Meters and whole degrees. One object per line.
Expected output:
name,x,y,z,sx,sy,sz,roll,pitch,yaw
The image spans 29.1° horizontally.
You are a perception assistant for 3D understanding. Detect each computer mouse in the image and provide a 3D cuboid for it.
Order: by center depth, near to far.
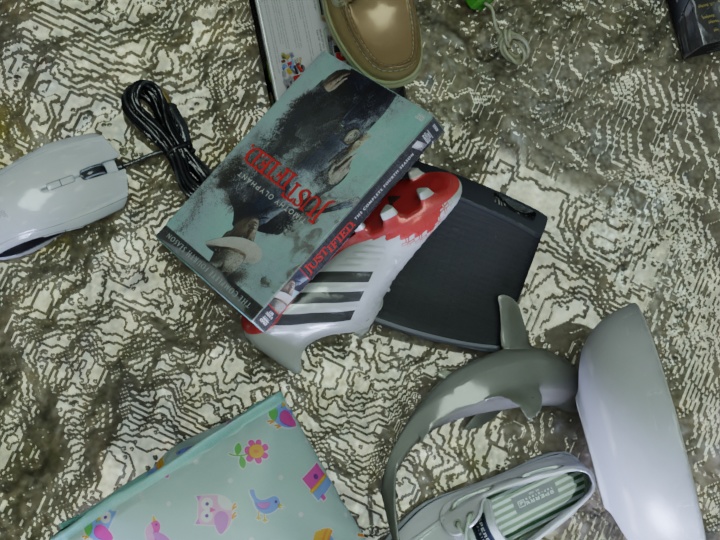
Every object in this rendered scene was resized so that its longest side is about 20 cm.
computer mouse,-0.221,-0.068,1.089,0.198,0.044,0.111,-26,88,-10

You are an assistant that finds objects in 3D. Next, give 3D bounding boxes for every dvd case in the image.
dvd case,-0.049,-0.065,1.044,0.200,0.022,0.146,-49,47,-5

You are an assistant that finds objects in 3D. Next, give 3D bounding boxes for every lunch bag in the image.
lunch bag,-0.108,0.213,1.034,0.199,0.122,0.172,-32,89,-16

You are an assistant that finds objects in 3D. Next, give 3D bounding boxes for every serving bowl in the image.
serving bowl,0.206,0.131,1.056,0.065,0.200,0.203,-16,86,7

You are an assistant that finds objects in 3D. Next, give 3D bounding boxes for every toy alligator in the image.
toy alligator,0.086,-0.259,1.151,0.201,0.059,0.054,54,39,1

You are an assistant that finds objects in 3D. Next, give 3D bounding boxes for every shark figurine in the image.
shark figurine,0.095,0.111,1.069,0.213,0.089,0.129,-28,122,-16

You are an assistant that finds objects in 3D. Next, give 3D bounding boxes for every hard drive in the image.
hard drive,0.040,-0.015,1.099,0.198,0.042,0.136,18,102,-8

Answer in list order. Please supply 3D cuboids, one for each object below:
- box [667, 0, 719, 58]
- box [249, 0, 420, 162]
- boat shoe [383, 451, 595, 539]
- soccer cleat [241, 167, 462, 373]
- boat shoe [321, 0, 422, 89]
box,0.354,-0.283,1.191,0.197,0.050,0.160,-14,86,-9
box,-0.024,-0.168,1.132,0.108,0.035,0.203,-11,85,-9
boat shoe,0.095,0.200,1.090,0.199,0.067,0.074,-33,88,-10
soccer cleat,0.000,0.000,1.049,0.199,0.069,0.085,-36,119,4
boat shoe,0.001,-0.241,1.085,0.073,0.066,0.202,-16,75,-10
